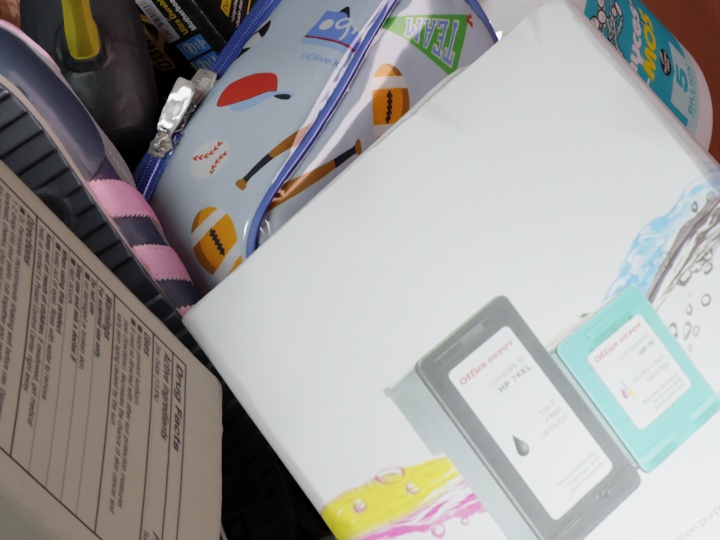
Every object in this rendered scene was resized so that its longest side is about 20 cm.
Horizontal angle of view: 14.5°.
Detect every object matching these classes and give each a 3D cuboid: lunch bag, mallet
[{"bbox_3d":[0.000,0.000,0.953,0.161,0.075,0.200,-58,137,-27],"label":"lunch bag"},{"bbox_3d":[-0.086,-0.083,0.849,0.200,0.041,0.066,98,-21,-76],"label":"mallet"}]

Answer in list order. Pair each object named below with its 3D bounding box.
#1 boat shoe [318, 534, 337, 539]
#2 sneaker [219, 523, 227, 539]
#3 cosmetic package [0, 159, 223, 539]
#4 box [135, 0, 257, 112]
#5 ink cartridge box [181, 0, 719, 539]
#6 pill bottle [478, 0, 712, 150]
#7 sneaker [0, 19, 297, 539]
[{"bbox_3d":[0.007,0.144,0.790,0.067,0.074,0.200,45,7,-22],"label":"boat shoe"},{"bbox_3d":[-0.052,0.155,0.784,0.090,0.078,0.201,43,38,-60],"label":"sneaker"},{"bbox_3d":[-0.125,0.023,0.705,0.200,0.087,0.104,48,28,-37],"label":"cosmetic package"},{"bbox_3d":[-0.061,-0.141,1.046,0.160,0.049,0.200,49,30,-34],"label":"box"},{"bbox_3d":[0.080,0.056,0.801,0.200,0.146,0.147,53,7,28],"label":"ink cartridge box"},{"bbox_3d":[0.064,-0.092,1.201,0.200,0.110,0.111,35,39,-52],"label":"pill bottle"},{"bbox_3d":[-0.074,0.009,0.856,0.082,0.070,0.200,-82,148,-65],"label":"sneaker"}]
